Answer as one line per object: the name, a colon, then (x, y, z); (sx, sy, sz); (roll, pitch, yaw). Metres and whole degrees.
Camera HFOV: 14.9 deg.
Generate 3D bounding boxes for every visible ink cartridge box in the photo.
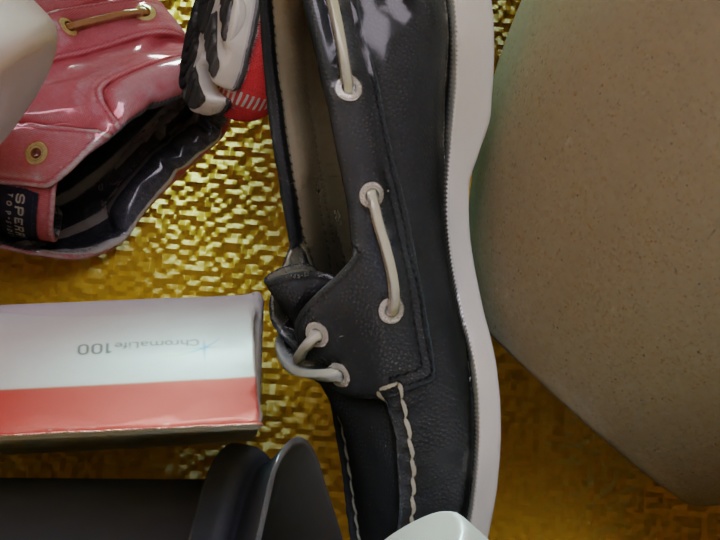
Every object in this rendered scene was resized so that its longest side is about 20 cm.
ink cartridge box: (-0.106, 0.028, 0.757); (0.162, 0.200, 0.057); (-3, 81, -3)

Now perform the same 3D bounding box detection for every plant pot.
plant pot: (0.108, -0.011, 0.806); (0.200, 0.200, 0.135); (43, 95, 24)

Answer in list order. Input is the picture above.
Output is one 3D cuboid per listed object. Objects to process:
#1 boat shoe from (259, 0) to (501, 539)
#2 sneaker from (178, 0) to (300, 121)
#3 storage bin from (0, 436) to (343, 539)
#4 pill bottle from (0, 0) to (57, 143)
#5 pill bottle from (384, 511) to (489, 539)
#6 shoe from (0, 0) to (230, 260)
boat shoe: (0.000, 0.000, 0.787); (0.060, 0.076, 0.201); (-2, 88, -24)
sneaker: (0.000, -0.100, 0.884); (0.085, 0.077, 0.200); (23, 31, 2)
storage bin: (-0.092, 0.140, 0.722); (0.134, 0.146, 0.201); (4, 55, 14)
pill bottle: (-0.194, -0.094, 0.787); (0.200, 0.114, 0.114); (43, 63, 2)
pill bottle: (0.064, 0.157, 0.672); (0.200, 0.112, 0.112); (44, 61, -10)
shoe: (-0.137, -0.035, 0.871); (0.200, 0.072, 0.091); (-32, 59, -25)
